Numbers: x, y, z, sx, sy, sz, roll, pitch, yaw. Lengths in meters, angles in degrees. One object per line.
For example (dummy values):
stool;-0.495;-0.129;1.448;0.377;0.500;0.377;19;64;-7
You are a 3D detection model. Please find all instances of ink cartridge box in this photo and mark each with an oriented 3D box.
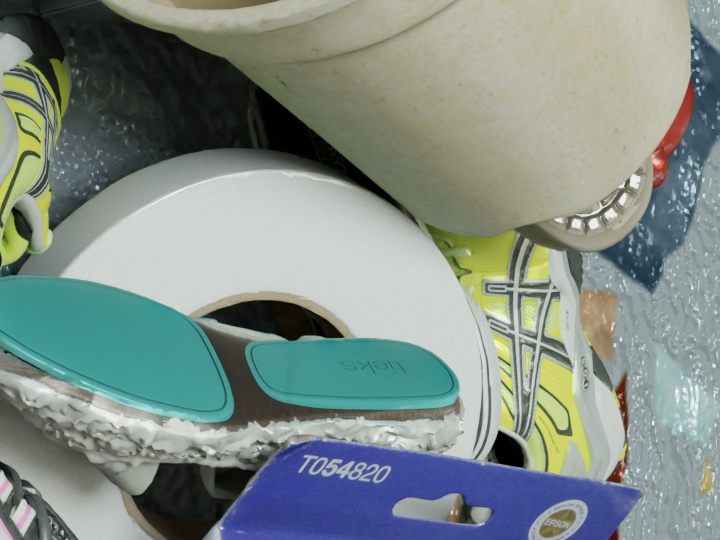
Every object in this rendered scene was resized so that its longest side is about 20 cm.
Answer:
ink cartridge box;-0.004;0.151;0.793;0.198;0.200;0.041;12;36;-42

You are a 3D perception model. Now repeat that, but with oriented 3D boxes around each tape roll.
tape roll;-0.048;0.056;0.793;0.201;0.037;0.205;-9;111;-24

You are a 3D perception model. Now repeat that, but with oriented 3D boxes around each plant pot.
plant pot;0.024;-0.113;0.727;0.184;0.199;0.202;49;56;-48

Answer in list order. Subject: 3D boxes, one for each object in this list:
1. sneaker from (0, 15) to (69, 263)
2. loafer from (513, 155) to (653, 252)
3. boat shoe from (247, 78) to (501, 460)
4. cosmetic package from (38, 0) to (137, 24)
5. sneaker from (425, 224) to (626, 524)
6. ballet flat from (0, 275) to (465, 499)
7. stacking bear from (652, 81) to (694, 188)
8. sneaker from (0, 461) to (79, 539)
sneaker;-0.134;-0.037;0.684;0.200;0.075;0.077;-64;133;-79
loafer;0.049;-0.086;0.868;0.075;0.068;0.201;-32;71;-10
boat shoe;0.000;0.000;0.862;0.064;0.070;0.201;-60;127;-74
cosmetic package;-0.069;-0.201;0.810;0.106;0.090;0.202;-2;86;-43
sneaker;0.057;0.025;0.922;0.076;0.075;0.201;-39;112;-38
ballet flat;-0.052;0.053;0.733;0.198;0.072;0.073;11;80;-30
stacking bear;0.106;-0.138;0.959;0.113;0.121;0.202;-24;112;-43
sneaker;-0.138;0.090;0.717;0.086;0.080;0.202;-11;111;-19
